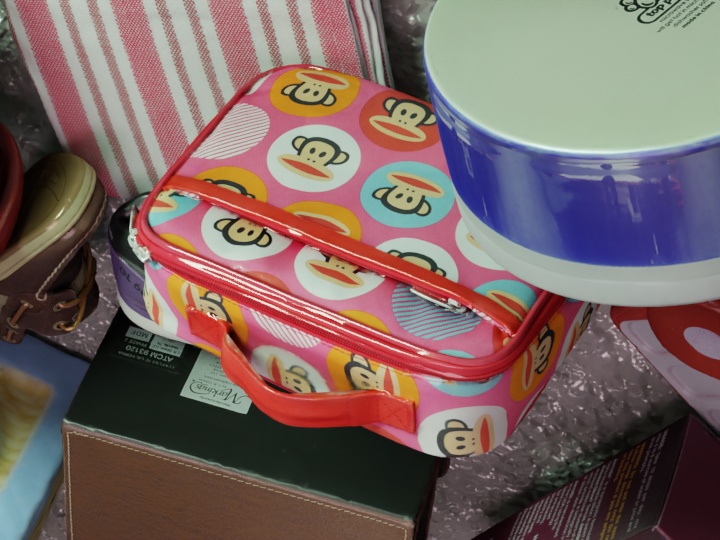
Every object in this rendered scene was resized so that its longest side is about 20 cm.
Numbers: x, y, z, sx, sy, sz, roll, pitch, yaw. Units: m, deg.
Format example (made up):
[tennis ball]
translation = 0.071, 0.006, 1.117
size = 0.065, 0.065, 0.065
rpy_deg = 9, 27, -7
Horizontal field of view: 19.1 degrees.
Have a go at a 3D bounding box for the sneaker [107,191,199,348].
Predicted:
[sneaker]
translation = -0.040, 0.013, 1.115
size = 0.199, 0.076, 0.088
rpy_deg = 13, 154, 9

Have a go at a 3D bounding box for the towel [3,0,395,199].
[towel]
translation = -0.075, -0.093, 1.083
size = 0.199, 0.030, 0.147
rpy_deg = 4, 135, 19

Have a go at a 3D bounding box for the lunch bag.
[lunch bag]
translation = 0.000, 0.000, 0.975
size = 0.199, 0.176, 0.082
rpy_deg = 22, 139, 21

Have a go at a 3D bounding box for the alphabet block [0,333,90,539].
[alphabet block]
translation = -0.292, 0.141, 1.269
size = 0.195, 0.196, 0.200
rpy_deg = 27, 136, -2

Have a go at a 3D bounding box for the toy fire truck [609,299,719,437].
[toy fire truck]
translation = 0.180, 0.019, 1.039
size = 0.200, 0.112, 0.168
rpy_deg = 43, 153, -23

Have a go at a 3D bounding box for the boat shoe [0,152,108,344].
[boat shoe]
translation = -0.171, -0.002, 1.163
size = 0.072, 0.072, 0.200
rpy_deg = 31, 148, -17

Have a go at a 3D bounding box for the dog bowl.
[dog bowl]
translation = 0.129, -0.081, 0.889
size = 0.199, 0.201, 0.079
rpy_deg = 0, 132, 21

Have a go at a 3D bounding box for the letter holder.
[letter holder]
translation = -0.057, 0.121, 1.214
size = 0.199, 0.101, 0.143
rpy_deg = 15, 137, 8

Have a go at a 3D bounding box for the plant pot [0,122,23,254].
[plant pot]
translation = -0.280, -0.070, 1.066
size = 0.199, 0.201, 0.183
rpy_deg = 1, 138, 21

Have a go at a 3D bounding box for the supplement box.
[supplement box]
translation = 0.141, 0.177, 1.167
size = 0.110, 0.086, 0.200
rpy_deg = 41, 134, -13
